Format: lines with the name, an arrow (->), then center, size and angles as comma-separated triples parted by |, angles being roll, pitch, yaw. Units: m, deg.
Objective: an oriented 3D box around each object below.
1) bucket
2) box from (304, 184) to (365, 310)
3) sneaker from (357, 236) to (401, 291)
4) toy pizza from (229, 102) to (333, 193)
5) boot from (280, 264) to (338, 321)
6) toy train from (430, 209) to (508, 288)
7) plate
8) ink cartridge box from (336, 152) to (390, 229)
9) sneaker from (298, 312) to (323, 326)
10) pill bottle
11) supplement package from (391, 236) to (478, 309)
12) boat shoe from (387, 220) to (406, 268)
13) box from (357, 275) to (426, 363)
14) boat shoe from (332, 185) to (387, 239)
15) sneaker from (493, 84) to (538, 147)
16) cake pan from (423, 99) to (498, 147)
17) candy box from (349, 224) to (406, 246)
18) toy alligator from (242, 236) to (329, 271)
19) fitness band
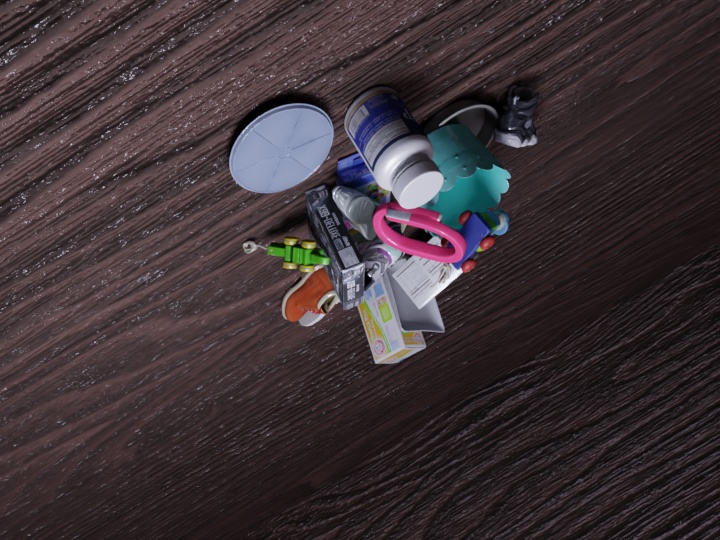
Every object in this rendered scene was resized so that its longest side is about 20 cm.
bucket -> 0.185, -0.182, 1.338 | 0.203, 0.136, 0.209 | -23, 152, -13
box -> -0.053, -0.045, 1.338 | 0.049, 0.203, 0.159 | -20, 151, -12
sneaker -> 0.000, 0.000, 1.456 | 0.140, 0.078, 0.200 | -48, -175, -20
toy pizza -> -0.139, -0.216, 1.154 | 0.196, 0.032, 0.202 | -24, 151, -14
boot -> -0.121, 0.077, 1.577 | 0.074, 0.109, 0.201 | -5, 145, -43
toy train -> 0.225, -0.045, 1.383 | 0.114, 0.085, 0.201 | -22, 155, -44
plate -> 0.131, 0.069, 1.727 | 0.032, 0.204, 0.198 | -27, 159, 34
ink cartridge box -> 0.008, -0.170, 1.372 | 0.117, 0.042, 0.202 | -23, 150, -16
sneaker -> -0.063, 0.073, 1.663 | 0.200, 0.074, 0.114 | -46, 146, 24
pill bottle -> 0.062, -0.215, 1.172 | 0.117, 0.202, 0.121 | -23, 153, -13
supplement package -> 0.192, -0.015, 1.657 | 0.155, 0.111, 0.200 | -42, 176, 23
boat shoe -> 0.071, -0.049, 1.552 | 0.074, 0.063, 0.201 | -24, 156, -19
box -> 0.077, 0.131, 1.742 | 0.112, 0.204, 0.100 | -33, 155, 33
boat shoe -> 0.002, -0.120, 1.351 | 0.075, 0.064, 0.201 | -53, 156, 5
sneaker -> 0.346, -0.330, 1.403 | 0.199, 0.074, 0.116 | -29, 137, -58
cake pan -> 0.197, -0.278, 1.385 | 0.197, 0.037, 0.202 | -24, 152, -13
candy box -> 0.018, -0.079, 1.544 | 0.196, 0.027, 0.103 | -16, 148, -28
toy alligator -> -0.142, -0.039, 1.336 | 0.054, 0.195, 0.061 | -21, 118, -64
fitness band -> 0.114, -0.074, 1.296 | 0.038, 0.196, 0.144 | -64, 156, -20
